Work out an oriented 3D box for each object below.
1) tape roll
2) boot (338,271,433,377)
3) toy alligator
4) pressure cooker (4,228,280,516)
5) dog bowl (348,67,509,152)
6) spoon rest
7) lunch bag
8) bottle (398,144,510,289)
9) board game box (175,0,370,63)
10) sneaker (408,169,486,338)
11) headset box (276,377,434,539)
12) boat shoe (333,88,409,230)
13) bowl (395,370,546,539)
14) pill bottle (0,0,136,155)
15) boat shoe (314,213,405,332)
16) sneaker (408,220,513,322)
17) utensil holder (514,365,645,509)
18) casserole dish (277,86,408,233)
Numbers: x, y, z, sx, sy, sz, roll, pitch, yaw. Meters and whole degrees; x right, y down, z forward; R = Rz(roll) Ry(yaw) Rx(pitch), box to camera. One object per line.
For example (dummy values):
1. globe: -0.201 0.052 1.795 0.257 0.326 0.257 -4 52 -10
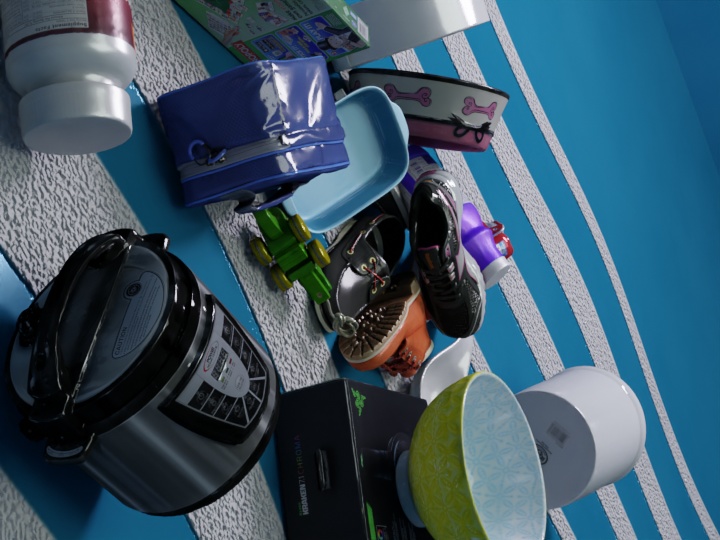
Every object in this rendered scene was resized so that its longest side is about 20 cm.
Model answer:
1. tape roll: 0.051 -0.302 1.813 0.202 0.201 0.071 -35 108 -63
2. boot: 0.038 0.085 1.728 0.200 0.074 0.108 -48 124 -62
3. toy alligator: -0.062 -0.007 1.586 0.200 0.059 0.054 54 9 -37
4. pressure cooker: -0.178 0.078 1.173 0.200 0.178 0.176 51 0 -40
5. dog bowl: 0.078 -0.192 1.831 0.200 0.199 0.074 8 91 -63
6. spoon rest: 0.101 0.122 1.847 0.100 0.060 0.201 54 32 -36
7. lunch bag: -0.101 -0.127 1.478 0.200 0.135 0.133 -23 96 -63
8. bottle: 0.104 -0.064 1.852 0.200 0.065 0.083 50 34 15
9. board game box: -0.096 -0.273 1.571 0.200 0.134 0.029 39 43 -52
10. sneaker: 0.089 -0.013 1.773 0.086 0.080 0.202 -34 109 -68
11. headset box: -0.002 0.212 1.549 0.200 0.092 0.176 23 56 -59
12. boat shoe: 0.000 -0.118 1.771 0.201 0.060 0.074 59 4 -35
13. bowl: 0.100 0.211 1.522 0.200 0.107 0.202 42 40 -49
14. pill bottle: -0.245 -0.206 1.258 0.109 0.109 0.202 18 61 -60
15. boat shoe: -0.001 -0.002 1.706 0.074 0.063 0.202 66 28 -23
16. sneaker: 0.129 -0.004 1.902 0.201 0.111 0.072 -67 151 -52
17. utensil holder: 0.275 0.226 2.027 0.200 0.169 0.171 -10 85 -62
18. casserole dish: -0.027 -0.123 1.667 0.200 0.039 0.122 -36 114 -33
